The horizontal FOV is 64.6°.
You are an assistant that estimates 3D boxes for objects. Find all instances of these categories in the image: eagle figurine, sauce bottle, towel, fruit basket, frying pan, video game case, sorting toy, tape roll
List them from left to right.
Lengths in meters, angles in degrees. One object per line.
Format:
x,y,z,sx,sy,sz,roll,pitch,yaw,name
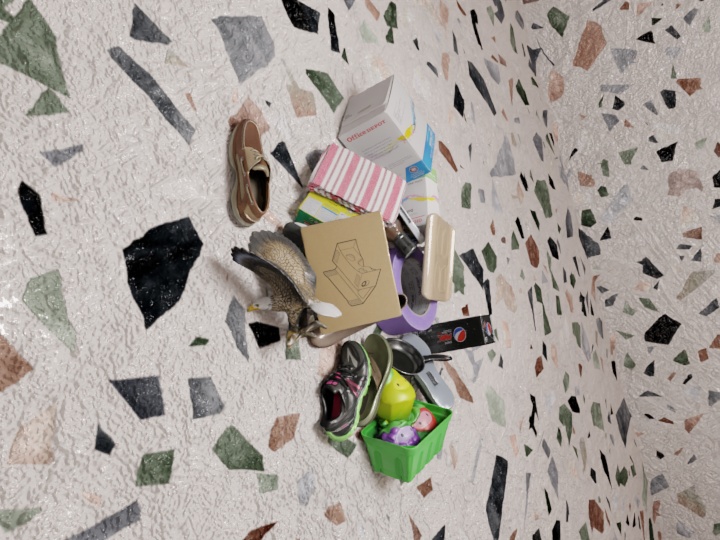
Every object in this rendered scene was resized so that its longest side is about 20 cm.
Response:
-0.137,0.028,1.003,0.148,0.150,0.206,-23,102,-33,eagle figurine
-0.003,-0.180,1.198,0.196,0.030,0.149,26,49,-4,towel
0.050,-0.116,1.289,0.201,0.065,0.064,48,36,10,sauce bottle
0.077,-0.147,1.327,0.202,0.018,0.143,55,-3,-4,video game case
0.099,0.046,1.352,0.198,0.083,0.207,23,60,-47,tape roll
0.094,0.310,1.219,0.213,0.152,0.223,-14,107,-55,fruit basket
0.119,0.194,1.322,0.187,0.031,0.115,-7,43,-46,frying pan
0.178,-0.025,1.333,0.199,0.035,0.192,11,82,-67,sorting toy

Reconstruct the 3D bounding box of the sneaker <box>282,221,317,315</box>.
-0.095,0.000,1.110,0.085,0.074,0.203,-43,107,-36,sneaker

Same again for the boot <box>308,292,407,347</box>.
0.002,0.091,1.150,0.199,0.143,0.072,-36,107,-52,boot

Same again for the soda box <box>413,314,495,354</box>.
0.225,0.159,1.386,0.062,0.196,0.073,1,77,-51,soda box

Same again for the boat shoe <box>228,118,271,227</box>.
-0.193,-0.182,1.038,0.075,0.070,0.207,11,70,-51,boat shoe

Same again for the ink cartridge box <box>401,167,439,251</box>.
0.136,-0.153,1.440,0.067,0.115,0.207,18,64,-52,ink cartridge box

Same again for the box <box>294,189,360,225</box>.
-0.047,-0.147,1.202,0.115,0.049,0.202,28,49,1,box

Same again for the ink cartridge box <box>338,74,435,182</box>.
0.068,-0.328,1.379,0.200,0.144,0.148,45,42,-35,ink cartridge box

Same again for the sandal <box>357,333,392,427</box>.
0.016,0.219,1.180,0.057,0.078,0.205,46,45,-39,sandal

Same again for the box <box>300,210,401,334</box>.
-0.017,0.003,1.079,0.021,0.158,0.207,-141,-141,-84,box

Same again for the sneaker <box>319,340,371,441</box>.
-0.032,0.226,1.118,0.084,0.075,0.205,42,46,-41,sneaker

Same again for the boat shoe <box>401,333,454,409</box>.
0.152,0.249,1.363,0.072,0.068,0.201,-27,72,-30,boat shoe
